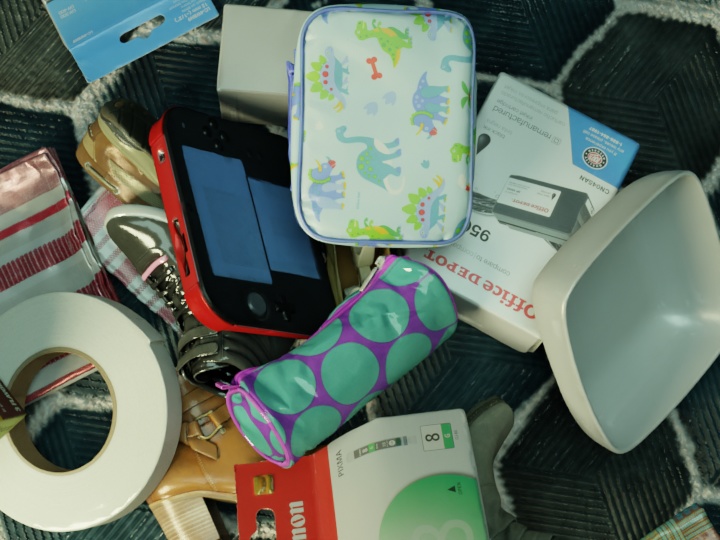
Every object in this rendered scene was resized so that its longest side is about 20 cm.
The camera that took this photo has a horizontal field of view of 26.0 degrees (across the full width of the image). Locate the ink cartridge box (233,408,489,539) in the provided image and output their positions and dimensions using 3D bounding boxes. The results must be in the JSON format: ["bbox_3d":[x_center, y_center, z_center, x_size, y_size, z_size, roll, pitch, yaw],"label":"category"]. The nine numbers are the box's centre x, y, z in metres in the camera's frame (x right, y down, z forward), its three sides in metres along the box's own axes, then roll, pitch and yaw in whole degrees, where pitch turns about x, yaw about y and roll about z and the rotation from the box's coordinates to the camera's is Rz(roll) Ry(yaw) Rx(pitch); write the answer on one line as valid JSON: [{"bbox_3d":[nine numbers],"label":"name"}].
[{"bbox_3d":[-0.001,0.196,1.247,0.197,0.050,0.162,-5,48,-4],"label":"ink cartridge box"}]

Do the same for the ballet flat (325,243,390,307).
[{"bbox_3d":[0.000,0.000,1.383,0.068,0.063,0.202,-10,80,-15],"label":"ballet flat"}]

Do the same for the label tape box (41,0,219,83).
[{"bbox_3d":[-0.238,-0.296,1.433,0.142,0.066,0.201,-28,80,-7],"label":"label tape box"}]

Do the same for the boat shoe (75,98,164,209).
[{"bbox_3d":[-0.166,-0.059,1.364,0.074,0.076,0.200,-40,97,23],"label":"boat shoe"}]

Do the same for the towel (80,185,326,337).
[{"bbox_3d":[-0.147,-0.023,1.404,0.200,0.030,0.147,42,80,3],"label":"towel"}]

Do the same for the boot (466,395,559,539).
[{"bbox_3d":[0.112,0.205,1.308,0.130,0.068,0.200,25,52,21],"label":"boot"}]

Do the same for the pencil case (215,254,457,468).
[{"bbox_3d":[-0.017,0.071,1.290,0.200,0.085,0.093,-39,103,-20],"label":"pencil case"}]

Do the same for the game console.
[{"bbox_3d":[-0.095,-0.038,1.329,0.031,0.176,0.202,-30,65,36],"label":"game console"}]

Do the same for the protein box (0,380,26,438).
[{"bbox_3d":[-0.415,0.137,1.247,0.200,0.198,0.135,-41,83,10],"label":"protein box"}]

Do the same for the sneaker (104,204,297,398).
[{"bbox_3d":[-0.143,0.030,1.311,0.199,0.071,0.100,38,44,-15],"label":"sneaker"}]

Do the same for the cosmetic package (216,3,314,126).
[{"bbox_3d":[-0.029,-0.177,1.398,0.197,0.107,0.091,2,80,0],"label":"cosmetic package"}]

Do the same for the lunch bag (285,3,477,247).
[{"bbox_3d":[0.016,-0.121,1.303,0.159,0.082,0.203,1,94,-2],"label":"lunch bag"}]

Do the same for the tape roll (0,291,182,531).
[{"bbox_3d":[-0.248,0.119,1.328,0.200,0.037,0.205,-1,86,16],"label":"tape roll"}]

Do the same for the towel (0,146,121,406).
[{"bbox_3d":[-0.297,0.009,1.376,0.143,0.023,0.202,-26,81,9],"label":"towel"}]

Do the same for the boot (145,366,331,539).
[{"bbox_3d":[-0.103,0.141,1.350,0.198,0.074,0.156,-22,78,-8],"label":"boot"}]

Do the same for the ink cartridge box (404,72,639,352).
[{"bbox_3d":[0.139,-0.049,1.390,0.144,0.084,0.201,27,80,4],"label":"ink cartridge box"}]

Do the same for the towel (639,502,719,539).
[{"bbox_3d":[0.253,0.317,1.356,0.199,0.022,0.147,-32,82,-8],"label":"towel"}]

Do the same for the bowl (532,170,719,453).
[{"bbox_3d":[0.226,0.031,1.336,0.200,0.074,0.201,-43,127,-26],"label":"bowl"}]
